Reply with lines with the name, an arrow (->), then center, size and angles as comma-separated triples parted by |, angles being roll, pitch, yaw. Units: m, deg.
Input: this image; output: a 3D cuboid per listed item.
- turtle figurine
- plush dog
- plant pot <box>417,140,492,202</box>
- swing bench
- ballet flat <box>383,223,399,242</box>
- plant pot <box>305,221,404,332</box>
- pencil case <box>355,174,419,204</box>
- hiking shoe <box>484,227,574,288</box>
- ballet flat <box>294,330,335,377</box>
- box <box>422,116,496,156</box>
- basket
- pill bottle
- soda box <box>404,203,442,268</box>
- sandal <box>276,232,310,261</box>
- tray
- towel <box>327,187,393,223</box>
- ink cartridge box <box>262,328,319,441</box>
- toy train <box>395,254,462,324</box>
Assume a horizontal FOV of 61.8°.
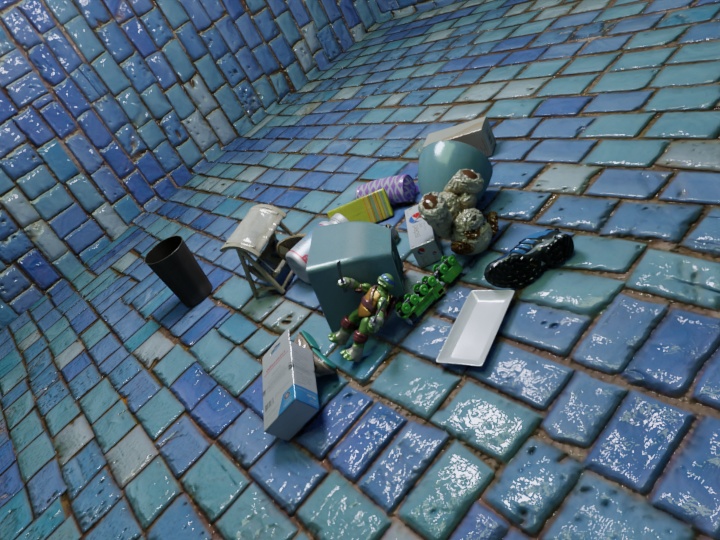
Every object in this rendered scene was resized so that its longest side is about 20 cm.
turtle figurine -> -0.013, 0.087, 1.297 | 0.197, 0.142, 0.199 | -63, -13, 16
plush dog -> 0.233, -0.110, 1.415 | 0.198, 0.162, 0.172 | -34, 72, -29
plant pot -> 0.231, -0.214, 1.548 | 0.196, 0.199, 0.138 | -3, 60, 40
swing bench -> -0.279, -0.064, 1.778 | 0.127, 0.202, 0.201 | -10, 36, 32
ballet flat -> 0.009, -0.071, 1.649 | 0.197, 0.073, 0.073 | -28, 30, 8
plant pot -> 0.000, 0.000, 1.441 | 0.195, 0.200, 0.198 | -14, 33, 12
pencil case -> 0.078, -0.237, 1.816 | 0.196, 0.087, 0.085 | -4, 4, 37
hiking shoe -> 0.348, -0.025, 1.268 | 0.195, 0.076, 0.087 | -22, 22, -1
ballet flat -> -0.111, 0.206, 1.377 | 0.068, 0.068, 0.200 | -54, 26, 0
box -> 0.295, -0.377, 1.799 | 0.196, 0.096, 0.079 | -11, 35, 35
basket -> -0.584, 0.008, 1.964 | 0.178, 0.202, 0.137 | 4, 45, 47
pill bottle -> -0.111, -0.067, 1.717 | 0.200, 0.110, 0.108 | -45, 32, -20
soda box -> 0.161, -0.095, 1.544 | 0.067, 0.064, 0.202 | -22, 32, 14
sandal -> -0.166, -0.080, 1.776 | 0.197, 0.082, 0.053 | -22, 31, -35
tray -> 0.235, 0.116, 1.205 | 0.106, 0.022, 0.202 | -4, 41, 42
towel -> -0.001, -0.170, 1.795 | 0.196, 0.088, 0.018 | -20, 0, 21
ink cartridge box -> -0.153, 0.239, 1.283 | 0.116, 0.066, 0.202 | -47, 32, 26
toy train -> 0.156, 0.043, 1.352 | 0.200, 0.057, 0.041 | -44, 18, -19
